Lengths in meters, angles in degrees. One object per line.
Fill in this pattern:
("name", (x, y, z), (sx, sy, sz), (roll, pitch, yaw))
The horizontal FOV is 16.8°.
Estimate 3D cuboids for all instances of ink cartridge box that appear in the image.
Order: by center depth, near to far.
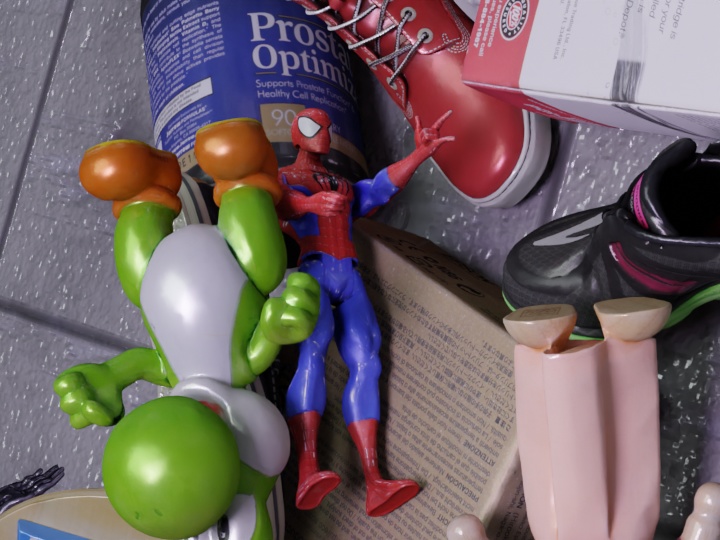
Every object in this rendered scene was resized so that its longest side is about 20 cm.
("ink cartridge box", (0.152, -0.134, 1.088), (0.199, 0.083, 0.148), (14, 88, 52))
("ink cartridge box", (0.029, 0.085, 1.165), (0.200, 0.075, 0.166), (36, 107, 50))

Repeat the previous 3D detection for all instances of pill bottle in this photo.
("pill bottle", (-0.060, -0.110, 1.315), (0.112, 0.111, 0.201), (-34, 53, 38))

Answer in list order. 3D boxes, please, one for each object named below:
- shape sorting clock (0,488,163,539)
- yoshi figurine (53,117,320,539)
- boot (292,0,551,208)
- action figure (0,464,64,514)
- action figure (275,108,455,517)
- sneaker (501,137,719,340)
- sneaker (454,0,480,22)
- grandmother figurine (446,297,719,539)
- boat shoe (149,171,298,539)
("shape sorting clock", (-0.100, 0.182, 1.176), (0.200, 0.200, 0.039), (-34, 15, 38))
("yoshi figurine", (-0.076, 0.036, 1.076), (0.112, 0.111, 0.202), (-29, 64, 60))
("boot", (0.006, -0.118, 1.212), (0.072, 0.144, 0.201), (-49, 46, 25))
("action figure", (-0.134, 0.208, 1.285), (0.101, 0.201, 0.119), (-24, 21, 1))
("action figure", (0.000, 0.000, 1.120), (0.099, 0.065, 0.201), (-44, 47, 45))
("sneaker", (0.137, -0.022, 1.055), (0.199, 0.084, 0.077), (-14, 44, 43))
("sneaker", (0.031, -0.197, 1.171), (0.078, 0.200, 0.080), (-27, 46, 15))
("grandmother figurine", (0.097, 0.116, 1.040), (0.120, 0.061, 0.202), (-4, 97, 16))
("boat shoe", (-0.064, 0.048, 1.189), (0.074, 0.062, 0.201), (-24, 74, 40))
